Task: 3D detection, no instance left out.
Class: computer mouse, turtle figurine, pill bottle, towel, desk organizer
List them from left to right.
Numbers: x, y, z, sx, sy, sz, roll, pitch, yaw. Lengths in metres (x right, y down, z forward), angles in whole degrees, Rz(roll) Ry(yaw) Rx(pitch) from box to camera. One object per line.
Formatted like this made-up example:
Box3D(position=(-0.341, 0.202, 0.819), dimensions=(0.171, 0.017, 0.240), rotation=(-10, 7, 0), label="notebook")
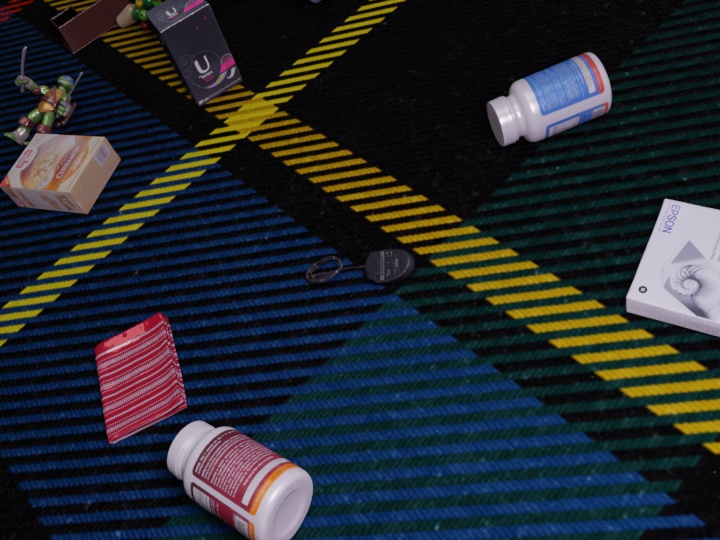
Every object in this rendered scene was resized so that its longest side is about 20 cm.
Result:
Box3D(position=(-0.727, -0.378, 1.710), dimensions=(0.197, 0.142, 0.200), rotation=(-65, 16, -9), label="turtle figurine")
Box3D(position=(-0.696, -0.662, 1.973), dimensions=(0.199, 0.078, 0.072), rotation=(-40, 52, -13), label="desk organizer")
Box3D(position=(-0.373, 0.175, 1.271), dimensions=(0.142, 0.023, 0.202), rotation=(-26, 51, -1), label="towel")
Box3D(position=(-0.172, 0.290, 1.058), dimensions=(0.197, 0.114, 0.114), rotation=(22, 63, 30), label="pill bottle")
Box3D(position=(0.000, 0.000, 1.278), dimensions=(0.196, 0.034, 0.060), rotation=(-5, 69, 22), label="computer mouse")
Box3D(position=(0.328, -0.295, 1.333), dimensions=(0.196, 0.113, 0.113), rotation=(-21, 50, 1), label="pill bottle")

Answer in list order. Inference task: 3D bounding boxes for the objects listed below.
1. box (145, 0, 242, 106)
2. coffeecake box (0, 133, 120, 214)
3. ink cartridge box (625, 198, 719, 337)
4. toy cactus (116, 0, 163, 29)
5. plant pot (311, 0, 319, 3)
Box3D(position=(-0.358, -0.483, 1.646), dimensions=(0.121, 0.201, 0.106), rotation=(-34, 50, -9), label="box")
Box3D(position=(-0.637, -0.209, 1.615), dimensions=(0.196, 0.074, 0.156), rotation=(6, 57, 23), label="coffeecake box")
Box3D(position=(0.511, -0.001, 1.097), dimensions=(0.197, 0.041, 0.201), rotation=(16, 61, 28), label="ink cartridge box")
Box3D(position=(-0.550, -0.673, 1.941), dimensions=(0.163, 0.102, 0.203), rotation=(-25, 50, 24), label="toy cactus")
Box3D(position=(-0.117, -0.707, 1.764), dimensions=(0.199, 0.198, 0.137), rotation=(37, 108, 36), label="plant pot")
